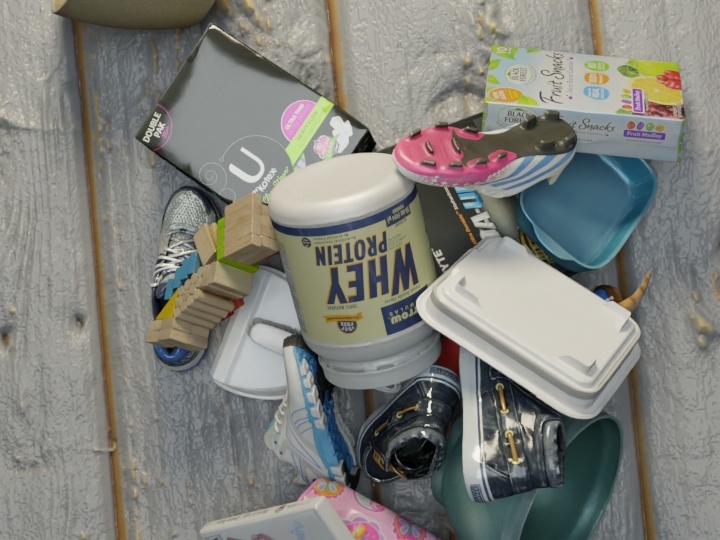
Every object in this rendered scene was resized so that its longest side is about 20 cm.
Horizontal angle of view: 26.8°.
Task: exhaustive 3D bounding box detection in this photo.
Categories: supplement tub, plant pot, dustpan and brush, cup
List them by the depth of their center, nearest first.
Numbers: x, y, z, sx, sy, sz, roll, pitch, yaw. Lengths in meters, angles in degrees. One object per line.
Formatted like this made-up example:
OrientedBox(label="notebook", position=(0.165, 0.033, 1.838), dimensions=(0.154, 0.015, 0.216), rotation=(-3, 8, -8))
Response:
OrientedBox(label="supplement tub", position=(0.000, 0.000, 1.479), dimensions=(0.145, 0.145, 0.200), rotation=(-13, 112, 3))
OrientedBox(label="plant pot", position=(0.157, 0.211, 1.534), dimensions=(0.134, 0.200, 0.200), rotation=(25, 89, 30))
OrientedBox(label="cup", position=(-0.218, -0.334, 1.591), dimensions=(0.143, 0.200, 0.200), rotation=(22, 89, -22))
OrientedBox(label="dustpan and brush", position=(-0.050, 0.089, 1.606), dimensions=(0.200, 0.057, 0.140), rotation=(21, 88, 4))

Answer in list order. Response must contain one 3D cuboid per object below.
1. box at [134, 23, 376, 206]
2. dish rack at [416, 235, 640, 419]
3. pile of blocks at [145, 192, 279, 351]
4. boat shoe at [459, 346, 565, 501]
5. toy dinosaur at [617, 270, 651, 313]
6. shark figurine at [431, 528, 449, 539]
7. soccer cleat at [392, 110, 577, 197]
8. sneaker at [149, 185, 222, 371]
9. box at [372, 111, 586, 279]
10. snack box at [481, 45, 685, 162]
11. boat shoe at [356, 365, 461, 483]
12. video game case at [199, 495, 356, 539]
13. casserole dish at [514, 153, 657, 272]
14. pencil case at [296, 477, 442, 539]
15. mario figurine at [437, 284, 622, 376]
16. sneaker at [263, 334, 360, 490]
OrientedBox(label="box", position=(-0.107, -0.137, 1.589), dimensions=(0.200, 0.124, 0.149), rotation=(35, 90, 5))
OrientedBox(label="dish rack", position=(0.168, 0.042, 1.440), dimensions=(0.200, 0.172, 0.044), rotation=(32, 127, 13))
OrientedBox(label="pile of blocks", position=(-0.141, 0.007, 1.535), dimensions=(0.200, 0.062, 0.082), rotation=(-47, 42, 25))
OrientedBox(label="boat shoe", position=(0.145, 0.128, 1.433), dimensions=(0.091, 0.071, 0.200), rotation=(-9, 50, 11))
OrientedBox(label="toy dinosaur", position=(0.224, 0.057, 1.518), dimensions=(0.200, 0.060, 0.106), rotation=(-10, 71, -12))
OrientedBox(label="shark figurine", position=(0.062, 0.391, 1.571), dimensions=(0.128, 0.090, 0.215), rotation=(-18, 84, 4))
OrientedBox(label="soccer cleat", position=(0.119, -0.098, 1.457), dimensions=(0.200, 0.086, 0.070), rotation=(-10, 52, -24))
OrientedBox(label="sneaker", position=(-0.186, 0.008, 1.607), dimensions=(0.077, 0.085, 0.200), rotation=(2, 87, 4))
OrientedBox(label="box", position=(0.118, -0.055, 1.568), dimensions=(0.159, 0.046, 0.200), rotation=(-21, 75, -20))
OrientedBox(label="snack box", position=(0.229, -0.174, 1.559), dimensions=(0.200, 0.142, 0.053), rotation=(6, 121, 5))
OrientedBox(label="boat shoe", position=(0.038, 0.181, 1.525), dimensions=(0.071, 0.200, 0.091), rotation=(23, 49, -6))
OrientedBox(label="video game case", position=(-0.049, 0.323, 1.530), dimensions=(0.182, 0.024, 0.200), rotation=(-20, 109, 42))
OrientedBox(label="casserole dish", position=(0.229, -0.075, 1.563), dimensions=(0.121, 0.039, 0.200), rotation=(42, 54, -2))
OrientedBox(label="pencil case", position=(0.019, 0.287, 1.533), dimensions=(0.200, 0.087, 0.087), rotation=(25, 89, 15))
OrientedBox(label="mario figurine", position=(0.178, 0.075, 1.596), dimensions=(0.200, 0.123, 0.106), rotation=(-12, 129, -4))
OrientedBox(label="sneaker", position=(-0.064, 0.155, 1.565), dimensions=(0.087, 0.075, 0.200), rotation=(-4, 122, 16))
